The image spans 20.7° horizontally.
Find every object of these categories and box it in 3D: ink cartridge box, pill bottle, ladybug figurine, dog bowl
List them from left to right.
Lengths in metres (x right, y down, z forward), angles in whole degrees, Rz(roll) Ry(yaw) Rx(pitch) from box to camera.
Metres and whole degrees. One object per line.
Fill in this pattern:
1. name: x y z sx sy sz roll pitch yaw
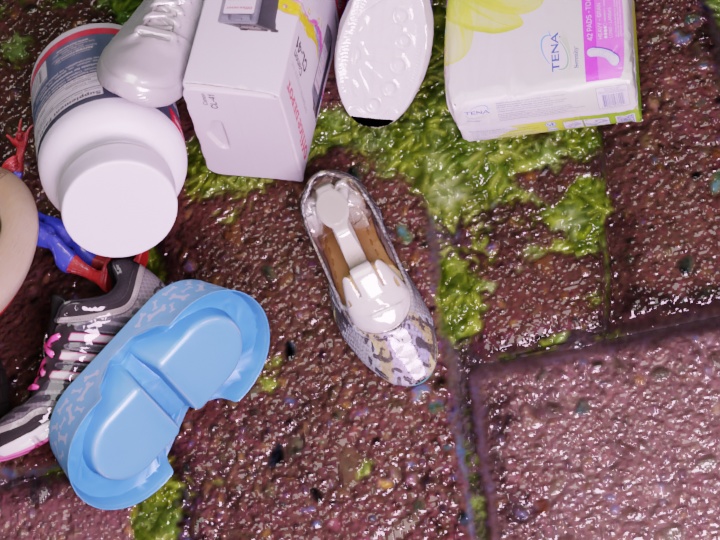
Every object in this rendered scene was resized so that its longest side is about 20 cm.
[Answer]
1. ladybug figurine: -0.326 -0.003 1.561 0.135 0.072 0.200 18 51 12
2. pill bottle: -0.202 -0.103 1.592 0.119 0.120 0.200 -23 37 4
3. dog bowl: -0.158 0.090 1.518 0.200 0.112 0.050 -48 47 -11
4. ink cartridge box: -0.074 -0.194 1.617 0.085 0.148 0.200 6 65 10

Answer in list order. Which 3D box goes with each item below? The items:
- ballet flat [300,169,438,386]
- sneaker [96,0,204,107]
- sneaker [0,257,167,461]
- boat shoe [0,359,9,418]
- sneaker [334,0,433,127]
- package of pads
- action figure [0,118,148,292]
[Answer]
1. ballet flat: 0.000 0.000 1.538 0.072 0.072 0.201 -26 58 2
2. sneaker: -0.154 -0.205 1.575 0.075 0.089 0.200 20 34 0
3. sneaker: -0.228 0.065 1.552 0.200 0.074 0.087 -42 95 -12
4. boat shoe: -0.341 0.068 1.611 0.074 0.076 0.200 -29 50 7
5. sneaker: 0.032 -0.231 1.653 0.080 0.146 0.200 7 108 9
6. package of pads: 0.144 -0.207 1.604 0.154 0.068 0.200 -7 60 13
7. action figure: -0.265 -0.061 1.643 0.200 0.065 0.099 20 104 27
